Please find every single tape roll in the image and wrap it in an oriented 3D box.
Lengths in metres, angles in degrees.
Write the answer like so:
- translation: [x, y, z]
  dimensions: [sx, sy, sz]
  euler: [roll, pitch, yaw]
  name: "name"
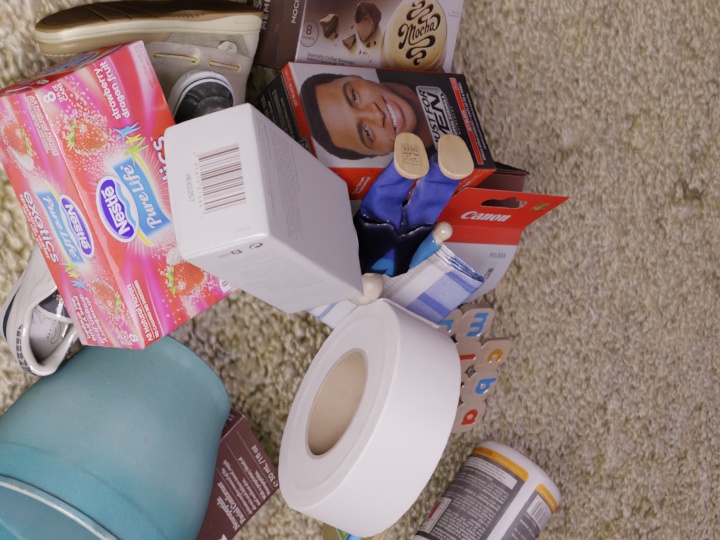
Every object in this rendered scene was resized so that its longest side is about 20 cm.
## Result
- translation: [0.006, 0.131, 1.204]
  dimensions: [0.070, 0.202, 0.205]
  euler: [26, 85, -21]
  name: "tape roll"

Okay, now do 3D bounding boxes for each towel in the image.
- translation: [0.000, 0.000, 1.235]
  dimensions: [0.199, 0.024, 0.147]
  euler: [35, 120, -24]
  name: "towel"

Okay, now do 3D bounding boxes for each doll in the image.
- translation: [0.022, -0.038, 1.143]
  dimensions: [0.135, 0.049, 0.201]
  euler: [0, 146, -21]
  name: "doll"

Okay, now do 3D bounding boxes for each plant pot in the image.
- translation: [-0.201, 0.155, 1.076]
  dimensions: [0.189, 0.198, 0.201]
  euler: [-60, 138, -36]
  name: "plant pot"

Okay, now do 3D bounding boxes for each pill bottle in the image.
- translation: [0.127, 0.299, 1.494]
  dimensions: [0.201, 0.116, 0.117]
  euler: [-52, 133, -16]
  name: "pill bottle"

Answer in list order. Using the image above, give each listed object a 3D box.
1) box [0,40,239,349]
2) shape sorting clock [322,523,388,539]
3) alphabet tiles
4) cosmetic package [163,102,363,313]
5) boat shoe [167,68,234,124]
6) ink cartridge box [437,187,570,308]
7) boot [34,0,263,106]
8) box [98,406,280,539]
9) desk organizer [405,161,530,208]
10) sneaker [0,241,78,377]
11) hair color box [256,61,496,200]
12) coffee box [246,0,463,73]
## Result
- translation: [-0.182, -0.053, 0.978]
  dimensions: [0.099, 0.095, 0.202]
  euler: [-33, 112, -36]
  name: "box"
- translation: [0.020, 0.182, 1.267]
  dimensions: [0.039, 0.200, 0.202]
  euler: [26, 85, -20]
  name: "shape sorting clock"
- translation: [0.073, 0.124, 1.415]
  dimensions: [0.194, 0.015, 0.202]
  euler: [-1, 120, -41]
  name: "alphabet tiles"
- translation: [-0.067, -0.040, 0.996]
  dimensions: [0.200, 0.073, 0.103]
  euler: [38, 41, -66]
  name: "cosmetic package"
- translation: [-0.139, -0.058, 1.063]
  dimensions: [0.071, 0.071, 0.202]
  euler: [1, 124, -18]
  name: "boat shoe"
- translation: [0.092, -0.012, 1.308]
  dimensions: [0.161, 0.199, 0.058]
  euler: [1, 69, -44]
  name: "ink cartridge box"
- translation: [-0.170, -0.138, 1.089]
  dimensions: [0.198, 0.072, 0.157]
  euler: [-11, 116, -38]
  name: "boot"
- translation: [-0.172, 0.218, 1.206]
  dimensions: [0.200, 0.075, 0.101]
  euler: [-45, 131, -21]
  name: "box"
- translation: [0.075, -0.075, 1.347]
  dimensions: [0.198, 0.071, 0.078]
  euler: [1, 106, -44]
  name: "desk organizer"
- translation: [-0.221, -0.014, 1.050]
  dimensions: [0.076, 0.080, 0.203]
  euler: [17, 97, -22]
  name: "sneaker"
- translation: [0.016, -0.118, 1.165]
  dimensions: [0.198, 0.061, 0.103]
  euler: [-4, 68, -38]
  name: "hair color box"
- translation: [-0.005, -0.227, 1.209]
  dimensions: [0.198, 0.079, 0.115]
  euler: [3, 102, -45]
  name: "coffee box"
